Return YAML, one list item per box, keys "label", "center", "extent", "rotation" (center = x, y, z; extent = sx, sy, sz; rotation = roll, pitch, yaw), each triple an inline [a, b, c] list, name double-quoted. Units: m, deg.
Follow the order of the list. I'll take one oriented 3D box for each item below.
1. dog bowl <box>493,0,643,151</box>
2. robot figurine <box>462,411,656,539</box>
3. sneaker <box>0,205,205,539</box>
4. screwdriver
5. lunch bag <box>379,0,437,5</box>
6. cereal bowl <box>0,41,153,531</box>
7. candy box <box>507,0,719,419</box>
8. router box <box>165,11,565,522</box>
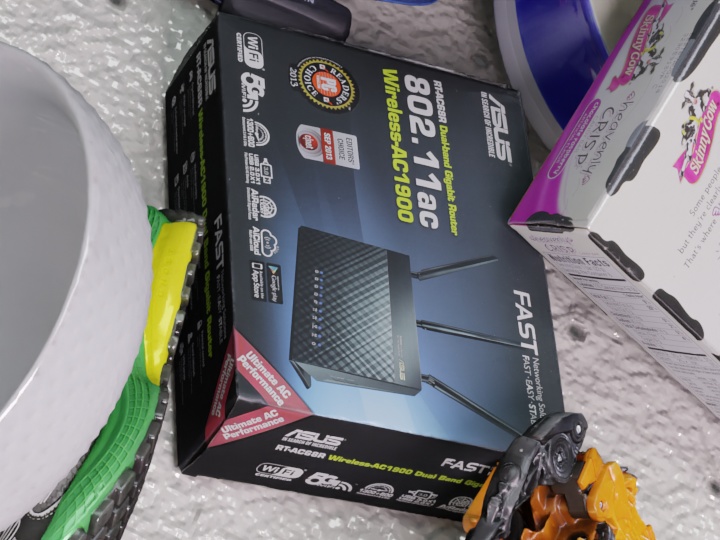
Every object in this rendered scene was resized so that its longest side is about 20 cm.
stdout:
- label: "dog bowl"
  center: [0.166, -0.125, 1.203]
  extent: [0.199, 0.079, 0.201]
  rotation: [6, 77, -26]
- label: "robot figurine"
  center: [0.061, 0.151, 0.970]
  extent: [0.145, 0.058, 0.200]
  rotation: [60, 40, -32]
- label: "sneaker"
  center: [-0.118, 0.049, 0.970]
  extent: [0.085, 0.078, 0.200]
  rotation: [16, 44, -8]
- label: "screwdriver"
  center: [-0.096, -0.142, 1.146]
  extent: [0.199, 0.028, 0.029]
  rotation: [23, 78, -12]
- label: "lunch bag"
  center: [-0.005, -0.237, 1.175]
  extent: [0.135, 0.132, 0.200]
  rotation: [1, 52, -40]
- label: "cereal bowl"
  center: [-0.153, 0.021, 0.903]
  extent: [0.083, 0.199, 0.201]
  rotation: [43, 34, -48]
- label: "candy box"
  center: [0.174, -0.015, 1.108]
  extent: [0.200, 0.061, 0.137]
  rotation: [42, 71, -27]
- label: "router box"
  center: [0.000, 0.000, 1.071]
  extent: [0.149, 0.062, 0.201]
  rotation: [12, 52, -24]
